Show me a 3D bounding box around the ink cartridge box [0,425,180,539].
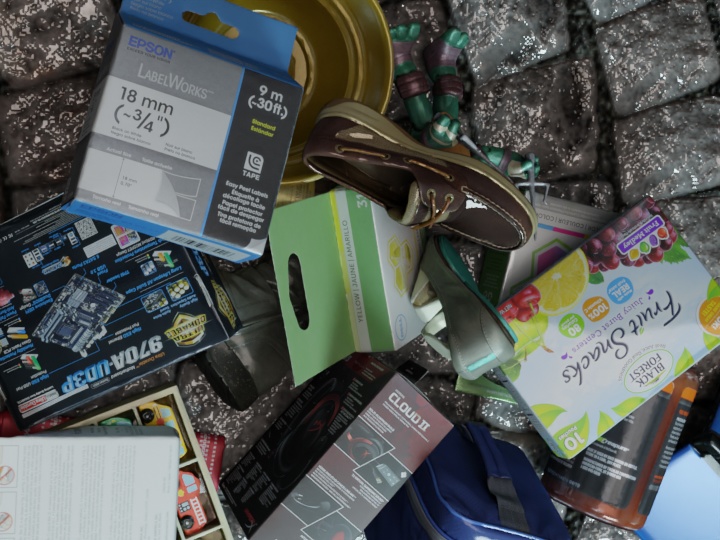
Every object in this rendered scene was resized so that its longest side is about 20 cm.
[{"bbox_3d":[-0.250,0.208,0.913,0.200,0.047,0.160,3,93,-15],"label":"ink cartridge box"}]

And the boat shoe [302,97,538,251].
[{"bbox_3d":[0.045,-0.060,0.898,0.200,0.072,0.072,30,50,-8],"label":"boat shoe"}]

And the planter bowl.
[{"bbox_3d":[-0.078,-0.171,0.953,0.200,0.083,0.201,-1,95,-16],"label":"planter bowl"}]

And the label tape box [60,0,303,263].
[{"bbox_3d":[-0.125,-0.122,0.845,0.144,0.063,0.200,17,79,-20],"label":"label tape box"}]

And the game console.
[{"bbox_3d":[0.379,0.225,1.158,0.200,0.118,0.171,47,51,-15],"label":"game console"}]

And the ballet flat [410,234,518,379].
[{"bbox_3d":[0.073,0.027,0.948,0.064,0.200,0.067,-36,115,5],"label":"ballet flat"}]

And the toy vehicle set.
[{"bbox_3d":[-0.185,0.210,0.970,0.124,0.027,0.200,-21,99,-16],"label":"toy vehicle set"}]

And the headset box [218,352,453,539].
[{"bbox_3d":[-0.019,0.152,0.969,0.075,0.149,0.200,44,83,-17],"label":"headset box"}]

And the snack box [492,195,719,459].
[{"bbox_3d":[0.214,0.050,0.992,0.200,0.053,0.142,-36,87,-7],"label":"snack box"}]

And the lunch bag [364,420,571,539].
[{"bbox_3d":[0.091,0.211,0.987,0.136,0.200,0.132,21,108,-19],"label":"lunch bag"}]

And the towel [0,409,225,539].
[{"bbox_3d":[-0.226,0.201,0.982,0.200,0.022,0.145,10,91,-18],"label":"towel"}]

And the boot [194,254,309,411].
[{"bbox_3d":[-0.108,0.012,0.984,0.131,0.068,0.200,-37,104,-22],"label":"boot"}]

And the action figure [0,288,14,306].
[{"bbox_3d":[-0.359,0.017,0.870,0.200,0.134,0.149,-4,71,9],"label":"action figure"}]

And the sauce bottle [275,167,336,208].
[{"bbox_3d":[-0.123,-0.070,0.962,0.200,0.065,0.065,11,93,-15],"label":"sauce bottle"}]

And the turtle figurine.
[{"bbox_3d":[0.080,-0.111,0.974,0.101,0.150,0.200,-24,77,26],"label":"turtle figurine"}]

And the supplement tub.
[{"bbox_3d":[0.252,0.135,1.066,0.107,0.107,0.200,22,90,-17],"label":"supplement tub"}]

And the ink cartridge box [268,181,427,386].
[{"bbox_3d":[0.000,0.000,0.947,0.048,0.200,0.146,-5,100,26],"label":"ink cartridge box"}]

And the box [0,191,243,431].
[{"bbox_3d":[-0.218,0.018,0.905,0.200,0.046,0.159,-25,95,12],"label":"box"}]

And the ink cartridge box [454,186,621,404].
[{"bbox_3d":[0.165,0.031,1.055,0.104,0.059,0.200,13,92,-17],"label":"ink cartridge box"}]
